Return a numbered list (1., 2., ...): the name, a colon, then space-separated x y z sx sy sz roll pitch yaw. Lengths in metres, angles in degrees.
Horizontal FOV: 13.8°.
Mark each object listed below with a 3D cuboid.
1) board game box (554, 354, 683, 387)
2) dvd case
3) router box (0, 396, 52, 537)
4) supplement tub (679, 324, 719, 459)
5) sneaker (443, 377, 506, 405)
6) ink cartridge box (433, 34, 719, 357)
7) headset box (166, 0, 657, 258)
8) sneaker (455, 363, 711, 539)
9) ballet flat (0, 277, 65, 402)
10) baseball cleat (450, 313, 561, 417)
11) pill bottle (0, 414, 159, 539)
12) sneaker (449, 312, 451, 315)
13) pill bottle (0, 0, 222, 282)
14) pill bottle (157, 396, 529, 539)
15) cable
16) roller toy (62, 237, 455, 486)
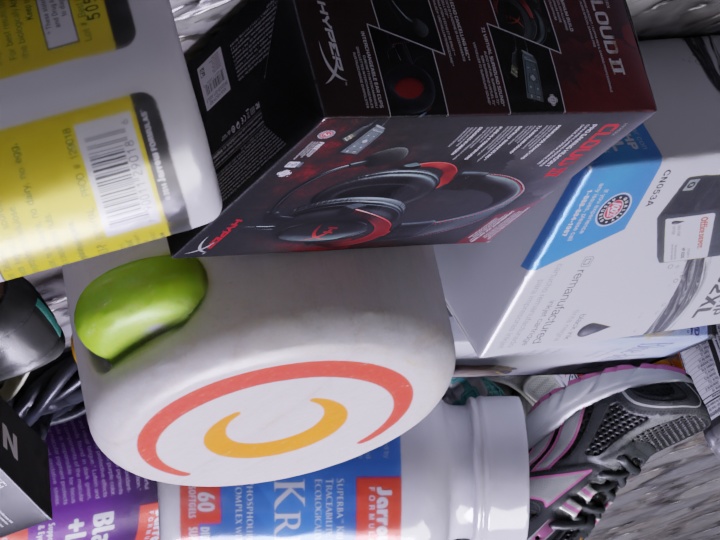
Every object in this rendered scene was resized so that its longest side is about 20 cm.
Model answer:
1. board game box: 0.189 0.033 1.844 0.199 0.126 0.035 -5 139 -39
2. dvd case: 0.078 0.042 1.632 0.199 0.018 0.143 -2 170 -15
3. router box: -0.272 0.085 1.512 0.157 0.052 0.200 -20 140 14
4. supplement tub: 0.245 0.032 1.753 0.122 0.201 0.123 -16 167 -4
5. sneaker: 0.054 0.088 1.782 0.077 0.091 0.200 -24 127 10
6. ink cartridge box: 0.148 -0.041 1.516 0.199 0.084 0.145 -7 141 -33
7. headset box: 0.024 -0.071 1.336 0.199 0.075 0.149 -3 158 -34
8. sneaker: 0.114 0.126 1.694 0.200 0.087 0.080 -27 152 20
9. ballet flat: -0.231 0.064 1.581 0.068 0.068 0.200 36 135 -29
10. baseball cleat: 0.136 0.051 1.898 0.199 0.107 0.070 0 173 -36
11. pill bottle: -0.165 0.122 1.814 0.199 0.112 0.111 -10 165 -26
12. sneaker: 0.071 0.056 1.948 0.080 0.077 0.200 -12 166 33
13. pill bottle: -0.162 -0.047 1.169 0.199 0.112 0.111 -15 166 -3
14. pill bottle: -0.011 0.111 1.621 0.199 0.113 0.112 -2 165 -2
15. cable: -0.145 0.065 1.676 0.163 0.051 0.200 -31 179 -18
16. roller toy: -0.052 0.013 1.462 0.182 0.140 0.200 -9 155 -7
